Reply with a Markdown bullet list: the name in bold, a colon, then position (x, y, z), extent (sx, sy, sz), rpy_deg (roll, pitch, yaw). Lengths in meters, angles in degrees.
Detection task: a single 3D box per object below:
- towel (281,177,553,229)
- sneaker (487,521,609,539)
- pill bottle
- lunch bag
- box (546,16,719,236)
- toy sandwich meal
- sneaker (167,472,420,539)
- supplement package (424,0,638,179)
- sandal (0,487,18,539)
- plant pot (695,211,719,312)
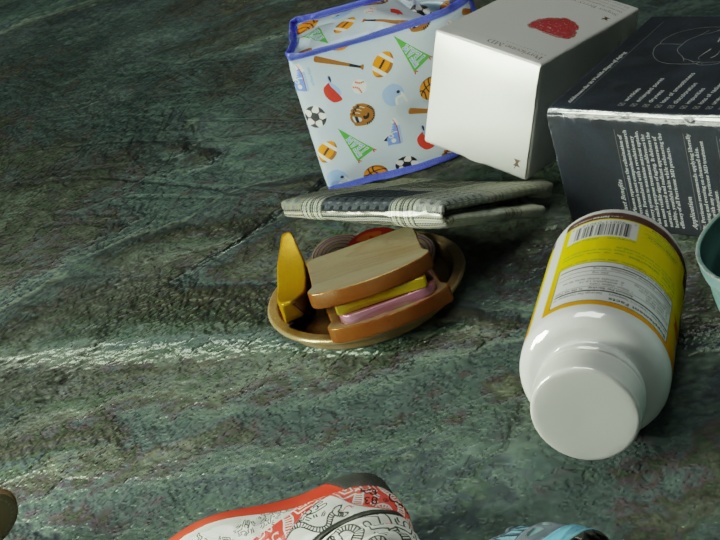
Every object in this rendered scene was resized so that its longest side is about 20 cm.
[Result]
- **towel**: position (0.057, -0.061, 1.420), extent (0.191, 0.035, 0.199), rpy_deg (3, 11, 38)
- **sneaker**: position (0.062, 0.217, 0.928), extent (0.199, 0.080, 0.095), rpy_deg (-24, 17, -31)
- **pill bottle**: position (0.178, 0.047, 1.120), extent (0.108, 0.110, 0.201), rpy_deg (-6, 29, 21)
- **lunch bag**: position (0.039, -0.197, 1.593), extent (0.198, 0.171, 0.124), rpy_deg (-14, 32, 9)
- **box**: position (0.306, -0.132, 1.362), extent (0.195, 0.125, 0.200), rpy_deg (10, 38, 40)
- **toy sandwich meal**: position (0.000, 0.000, 1.354), extent (0.203, 0.071, 0.206), rpy_deg (-14, 27, 7)
- **sneaker**: position (-0.055, 0.204, 1.009), extent (0.199, 0.068, 0.108), rpy_deg (-20, 25, -11)
- **supplement package**: position (0.169, -0.192, 1.497), extent (0.120, 0.121, 0.200), rpy_deg (23, 36, 28)
- **sandal**: position (-0.339, 0.242, 1.124), extent (0.210, 0.078, 0.070), rpy_deg (-26, 47, -4)
- **plant pot**: position (0.340, 0.023, 1.032), extent (0.198, 0.135, 0.201), rpy_deg (-18, 21, 7)
